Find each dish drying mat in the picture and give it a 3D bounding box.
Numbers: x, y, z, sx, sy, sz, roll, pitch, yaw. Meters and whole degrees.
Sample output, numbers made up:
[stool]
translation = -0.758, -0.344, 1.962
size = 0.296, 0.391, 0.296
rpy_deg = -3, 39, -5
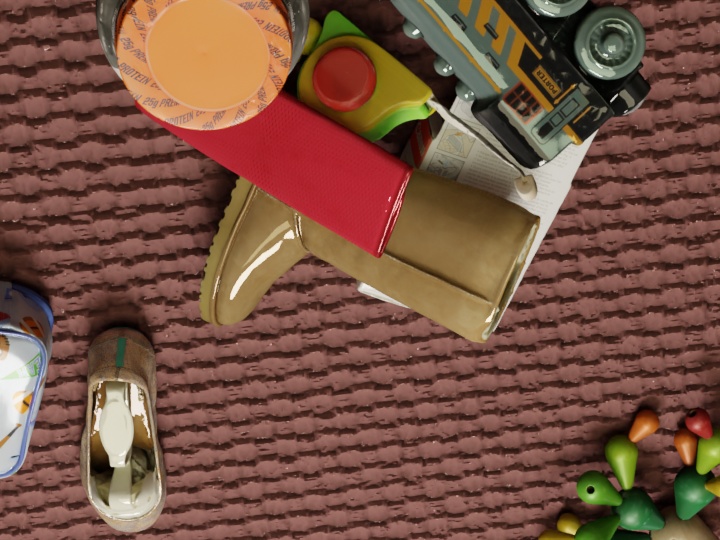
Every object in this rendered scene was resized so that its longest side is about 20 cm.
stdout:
[dish drying mat]
translation = -0.059, -0.087, 1.095
size = 0.200, 0.018, 0.077
rpy_deg = 31, 128, 13

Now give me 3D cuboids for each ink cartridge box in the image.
[ink cartridge box]
translation = 0.082, -0.060, 1.175
size = 0.109, 0.050, 0.200
rpy_deg = 17, 119, -16

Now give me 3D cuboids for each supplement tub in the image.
[supplement tub]
translation = -0.093, -0.172, 0.989
size = 0.122, 0.200, 0.123
rpy_deg = -3, 124, -4

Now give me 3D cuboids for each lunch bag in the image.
[lunch bag]
translation = -0.327, 0.073, 1.206
size = 0.199, 0.076, 0.161
rpy_deg = 11, 124, -14

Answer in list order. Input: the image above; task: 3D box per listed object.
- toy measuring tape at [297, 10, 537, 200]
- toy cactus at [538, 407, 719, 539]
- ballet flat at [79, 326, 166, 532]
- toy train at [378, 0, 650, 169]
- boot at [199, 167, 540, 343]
[toy measuring tape]
translation = 0.021, -0.093, 1.090
size = 0.200, 0.074, 0.074
rpy_deg = 41, 117, 14
[toy cactus]
translation = 0.239, 0.202, 1.352
size = 0.165, 0.102, 0.200
rpy_deg = 32, 107, -35
[ballet flat]
translation = -0.182, 0.137, 1.267
size = 0.068, 0.067, 0.201
rpy_deg = -4, 124, -3
[toy train]
translation = 0.093, -0.160, 1.060
size = 0.114, 0.085, 0.200
rpy_deg = -43, 103, 1
[boot]
translation = 0.000, 0.000, 1.145
size = 0.199, 0.066, 0.176
rpy_deg = 25, 119, 10
